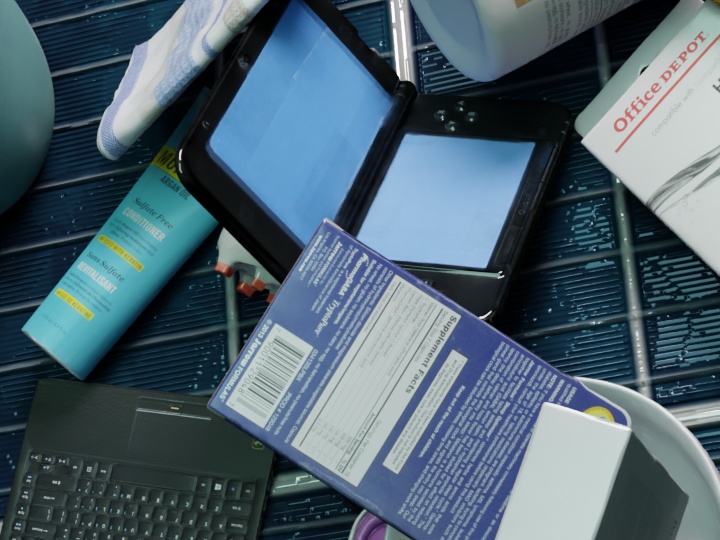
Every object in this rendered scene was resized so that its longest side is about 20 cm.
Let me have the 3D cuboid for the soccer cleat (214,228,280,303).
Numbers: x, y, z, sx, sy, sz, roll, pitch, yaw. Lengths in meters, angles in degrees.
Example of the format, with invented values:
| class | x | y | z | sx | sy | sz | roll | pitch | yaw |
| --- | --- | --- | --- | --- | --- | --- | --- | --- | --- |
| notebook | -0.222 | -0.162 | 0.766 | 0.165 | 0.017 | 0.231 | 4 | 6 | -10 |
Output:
| class | x | y | z | sx | sy | sz | roll | pitch | yaw |
| --- | --- | --- | --- | --- | --- | --- | --- | --- | --- |
| soccer cleat | 0.000 | 0.000 | 1.280 | 0.199 | 0.069 | 0.078 | 23 | 77 | 28 |

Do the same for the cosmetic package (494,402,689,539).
| class | x | y | z | sx | sy | sz | roll | pitch | yaw |
| --- | --- | --- | --- | --- | --- | --- | --- | --- | --- |
| cosmetic package | 0.096 | 0.181 | 1.039 | 0.051 | 0.151 | 0.201 | 15 | 77 | 26 |

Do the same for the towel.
| class | x | y | z | sx | sy | sz | roll | pitch | yaw |
| --- | --- | --- | --- | --- | --- | --- | --- | --- | --- |
| towel | -0.089 | -0.164 | 1.313 | 0.200 | 0.024 | 0.147 | -43 | 18 | 26 |

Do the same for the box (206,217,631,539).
| class | x | y | z | sx | sy | sz | roll | pitch | yaw |
| --- | --- | --- | --- | --- | --- | --- | --- | --- | --- |
| box | 0.032 | 0.077 | 1.139 | 0.199 | 0.032 | 0.122 | 33 | 84 | 3 |

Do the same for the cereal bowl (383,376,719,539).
| class | x | y | z | sx | sy | sz | roll | pitch | yaw |
| --- | --- | --- | --- | --- | --- | --- | --- | --- | --- |
| cereal bowl | 0.115 | 0.165 | 1.167 | 0.199 | 0.083 | 0.201 | -6 | 69 | 17 |

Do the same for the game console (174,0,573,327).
| class | x | y | z | sx | sy | sz | roll | pitch | yaw |
| --- | --- | --- | --- | --- | --- | --- | --- | --- | --- |
| game console | 0.014 | -0.074 | 1.229 | 0.175 | 0.117 | 0.201 | 5 | 45 | 21 |

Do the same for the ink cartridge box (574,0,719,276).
| class | x | y | z | sx | sy | sz | roll | pitch | yaw |
| --- | --- | --- | --- | --- | --- | --- | --- | --- | --- |
| ink cartridge box | 0.212 | -0.071 | 1.217 | 0.116 | 0.067 | 0.200 | -49 | 63 | 9 |

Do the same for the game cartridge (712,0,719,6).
| class | x | y | z | sx | sy | sz | roll | pitch | yaw |
| --- | --- | --- | --- | --- | --- | --- | --- | --- | --- |
| game cartridge | 0.282 | -0.190 | 1.205 | 0.200 | 0.032 | 0.177 | 38 | 68 | 5 |

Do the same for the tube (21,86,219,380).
| class | x | y | z | sx | sy | sz | roll | pitch | yaw |
| --- | --- | --- | --- | --- | --- | --- | --- | --- | --- |
| tube | -0.134 | -0.022 | 1.351 | 0.077 | 0.050 | 0.200 | 35 | 81 | 19 |

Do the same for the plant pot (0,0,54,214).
| class | x | y | z | sx | sy | sz | roll | pitch | yaw |
| --- | --- | --- | --- | --- | --- | --- | --- | --- | --- |
| plant pot | -0.291 | -0.112 | 1.372 | 0.199 | 0.161 | 0.202 | -7 | 69 | 17 |

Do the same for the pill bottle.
| class | x | y | z | sx | sy | sz | roll | pitch | yaw |
| --- | --- | --- | --- | --- | --- | --- | --- | --- | --- |
| pill bottle | 0.130 | -0.205 | 1.256 | 0.199 | 0.115 | 0.115 | -30 | 62 | -15 |

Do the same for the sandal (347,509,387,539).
| class | x | y | z | sx | sy | sz | roll | pitch | yaw |
| --- | --- | --- | --- | --- | --- | --- | --- | --- | --- |
| sandal | 0.004 | 0.229 | 1.204 | 0.082 | 0.050 | 0.204 | -4 | 72 | 21 |

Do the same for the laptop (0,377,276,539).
| class | x | y | z | sx | sy | sz | roll | pitch | yaw |
| --- | --- | --- | --- | --- | --- | --- | --- | --- | --- |
| laptop | -0.160 | 0.156 | 1.261 | 0.176 | 0.103 | 0.201 | 6 | 74 | 21 |
